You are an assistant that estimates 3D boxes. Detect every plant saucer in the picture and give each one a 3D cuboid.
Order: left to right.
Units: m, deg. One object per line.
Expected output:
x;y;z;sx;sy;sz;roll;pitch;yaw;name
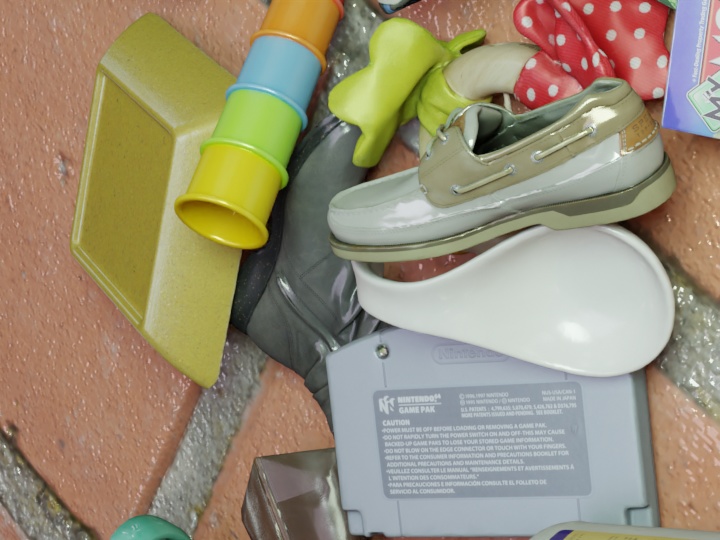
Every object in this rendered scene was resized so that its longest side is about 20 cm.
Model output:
-0.140;-0.051;1.316;0.200;0.048;0.202;41;125;53;plant saucer

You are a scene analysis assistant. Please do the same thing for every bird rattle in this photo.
0.094;-0.085;1.128;0.198;0.113;0.165;-4;106;30;bird rattle

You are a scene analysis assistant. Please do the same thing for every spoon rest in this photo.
0.079;0.012;1.095;0.198;0.061;0.100;5;124;29;spoon rest

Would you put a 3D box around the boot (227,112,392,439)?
0.000;0.000;1.236;0.132;0.070;0.201;43;131;21;boot

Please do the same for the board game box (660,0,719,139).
0.228;-0.158;0.978;0.133;0.029;0.202;13;111;22;board game box

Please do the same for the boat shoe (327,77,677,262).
0.067;-0.056;1.059;0.198;0.075;0.069;-12;114;24;boat shoe

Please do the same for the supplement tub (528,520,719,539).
0.181;0.210;1.035;0.199;0.145;0.147;-1;97;38;supplement tub

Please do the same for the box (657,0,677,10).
0.157;-0.230;1.059;0.199;0.036;0.145;35;119;34;box

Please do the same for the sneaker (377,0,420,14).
0.063;-0.214;1.068;0.199;0.076;0.077;-30;90;40;sneaker

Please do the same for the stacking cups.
-0.055;-0.114;1.196;0.060;0.060;0.202;-6;57;43;stacking cups

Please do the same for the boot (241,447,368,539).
-0.048;0.229;1.310;0.186;0.064;0.201;-31;80;28;boot

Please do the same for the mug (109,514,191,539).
-0.140;0.272;1.369;0.185;0.114;0.153;-49;65;36;mug

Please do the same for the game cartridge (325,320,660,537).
0.076;0.090;1.162;0.198;0.040;0.135;-4;98;27;game cartridge
